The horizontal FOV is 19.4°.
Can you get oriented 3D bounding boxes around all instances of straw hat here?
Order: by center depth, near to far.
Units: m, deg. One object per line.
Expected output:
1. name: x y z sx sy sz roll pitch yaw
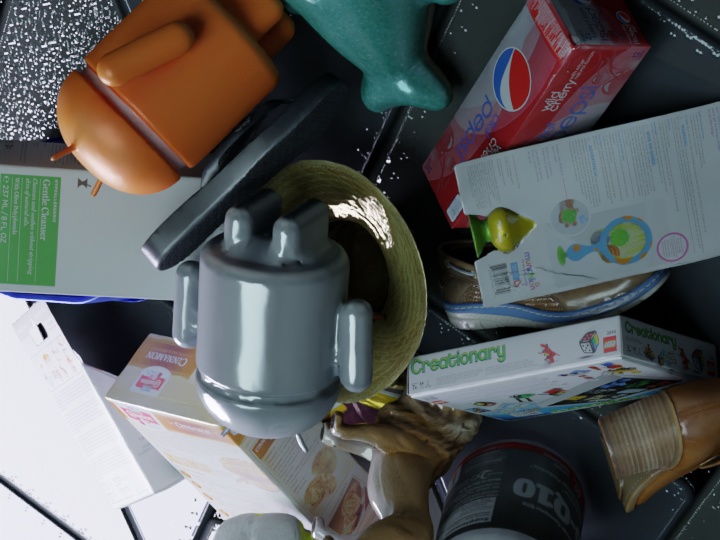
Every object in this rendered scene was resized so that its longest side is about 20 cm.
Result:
1. straw hat: 0.000 0.000 1.661 0.201 0.085 0.201 14 113 38

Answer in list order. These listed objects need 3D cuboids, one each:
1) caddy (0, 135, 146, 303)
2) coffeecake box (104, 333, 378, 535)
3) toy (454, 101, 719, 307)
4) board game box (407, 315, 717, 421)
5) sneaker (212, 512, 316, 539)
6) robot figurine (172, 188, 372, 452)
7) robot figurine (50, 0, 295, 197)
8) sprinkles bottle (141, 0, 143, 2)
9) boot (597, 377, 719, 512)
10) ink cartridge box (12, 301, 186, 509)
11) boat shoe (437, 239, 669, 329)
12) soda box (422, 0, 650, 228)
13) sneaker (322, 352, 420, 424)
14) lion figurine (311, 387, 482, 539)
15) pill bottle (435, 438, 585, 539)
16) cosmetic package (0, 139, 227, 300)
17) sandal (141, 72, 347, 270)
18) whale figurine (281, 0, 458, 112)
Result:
1. caddy: -0.236 -0.043 1.791 0.200 0.105 0.142 4 97 33
2. coffeecake box: -0.094 0.149 1.771 0.153 0.073 0.200 9 148 46
3. toy: 0.172 -0.052 1.505 0.200 0.047 0.115 -14 114 -2
4. board game box: 0.151 0.076 1.593 0.200 0.126 0.035 -14 70 39
5. sneaker: -0.023 0.251 1.714 0.200 0.076 0.105 12 167 31
6. robot figurine: -0.067 0.042 1.597 0.170 0.113 0.200 15 114 25
7. robot figurine: -0.142 -0.138 1.550 0.117 0.200 0.144 46 178 -20
8. sprinkles bottle: -0.146 -0.174 1.662 0.068 0.068 0.200 27 131 17
9. boot: 0.258 0.117 1.571 0.155 0.200 0.077 -17 69 3
10. ink cartridge box: -0.235 0.115 1.899 0.200 0.050 0.161 62 158 1
11. boat shoe: 0.135 0.000 1.582 0.200 0.072 0.072 -9 113 38
12. soda box: 0.122 -0.115 1.504 0.200 0.070 0.063 -57 46 44
13. sneaker: -0.037 0.094 1.762 0.200 0.075 0.090 21 123 23
14. lion figurine: 0.029 0.172 1.647 0.122 0.200 0.072 13 153 -10
15. pill bottle: 0.112 0.227 1.646 0.114 0.200 0.114 4 117 9
16. cosmetic package: -0.191 -0.039 1.657 0.200 0.085 0.108 2 107 -7
17. sandal: -0.093 -0.081 1.578 0.200 0.076 0.043 -42 80 6
18. whale figurine: 0.000 -0.194 1.525 0.159 0.104 0.200 2 124 33
